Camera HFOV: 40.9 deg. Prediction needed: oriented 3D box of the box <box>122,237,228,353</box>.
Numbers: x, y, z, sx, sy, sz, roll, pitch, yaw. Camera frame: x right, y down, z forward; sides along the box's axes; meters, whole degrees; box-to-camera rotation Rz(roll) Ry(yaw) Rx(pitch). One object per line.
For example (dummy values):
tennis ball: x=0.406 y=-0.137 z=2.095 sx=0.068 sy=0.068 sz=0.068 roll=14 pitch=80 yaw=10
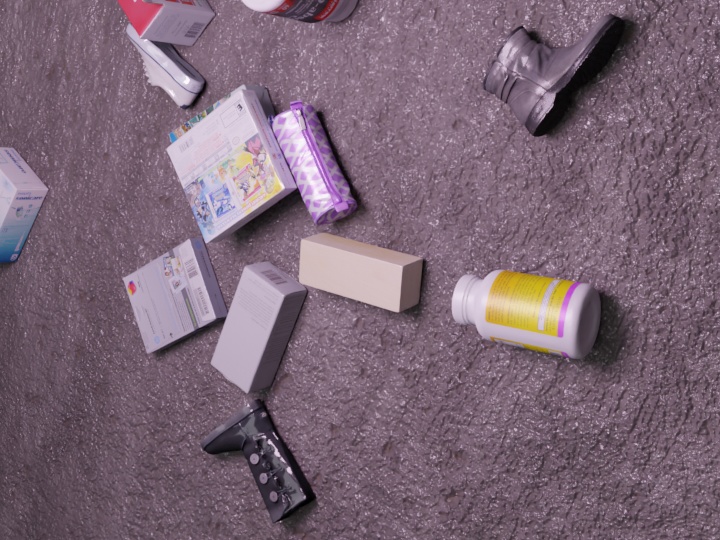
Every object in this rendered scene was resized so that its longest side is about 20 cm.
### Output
box: x=-0.348 y=0.049 z=1.808 sx=0.198 sy=0.041 sz=0.158 roll=-26 pitch=80 yaw=32

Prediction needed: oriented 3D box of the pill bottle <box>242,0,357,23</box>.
pill bottle: x=-0.092 y=-0.444 z=1.484 sx=0.114 sy=0.199 sz=0.118 roll=4 pitch=97 yaw=33

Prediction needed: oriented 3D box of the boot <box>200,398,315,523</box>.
boot: x=-0.186 y=0.356 z=1.722 sx=0.164 sy=0.065 sz=0.202 roll=-40 pitch=78 yaw=32

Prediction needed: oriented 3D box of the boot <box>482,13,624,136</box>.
boot: x=0.260 y=-0.300 z=1.344 sx=0.201 sy=0.069 sz=0.132 roll=-50 pitch=63 yaw=23

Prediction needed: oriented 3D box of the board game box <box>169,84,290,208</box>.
board game box: x=-0.229 y=-0.211 z=1.686 sx=0.198 sy=0.064 sz=0.150 roll=-25 pitch=81 yaw=34

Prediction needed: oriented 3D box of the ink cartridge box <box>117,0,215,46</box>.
ink cartridge box: x=-0.380 y=-0.503 z=1.688 sx=0.084 sy=0.175 sz=0.202 roll=-42 pitch=72 yaw=29

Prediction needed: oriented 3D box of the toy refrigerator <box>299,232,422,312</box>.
toy refrigerator: x=0.000 y=0.000 z=1.551 sx=0.198 sy=0.070 sz=0.077 roll=15 pitch=110 yaw=33

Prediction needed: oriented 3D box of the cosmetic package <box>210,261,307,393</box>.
cosmetic package: x=-0.178 y=0.099 z=1.679 sx=0.101 sy=0.074 sz=0.202 roll=34 pitch=115 yaw=27

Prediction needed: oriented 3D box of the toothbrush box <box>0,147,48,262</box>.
toothbrush box: x=-0.764 y=-0.138 z=2.045 sx=0.146 sy=0.085 sz=0.201 roll=45 pitch=116 yaw=22

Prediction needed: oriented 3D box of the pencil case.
pencil case: x=-0.074 y=-0.175 z=1.569 sx=0.202 sy=0.083 sz=0.085 roll=65 pitch=154 yaw=9

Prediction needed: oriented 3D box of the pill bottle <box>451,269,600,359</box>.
pill bottle: x=0.233 y=0.057 z=1.375 sx=0.197 sy=0.104 sz=0.106 roll=10 pitch=101 yaw=32

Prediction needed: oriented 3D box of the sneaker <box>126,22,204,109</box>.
sneaker: x=-0.368 y=-0.372 z=1.756 sx=0.200 sy=0.073 sz=0.071 roll=46 pitch=114 yaw=21

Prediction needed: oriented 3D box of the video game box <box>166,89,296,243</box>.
video game box: x=-0.218 y=-0.172 z=1.619 sx=0.199 sy=0.047 sz=0.185 roll=-29 pitch=78 yaw=33
